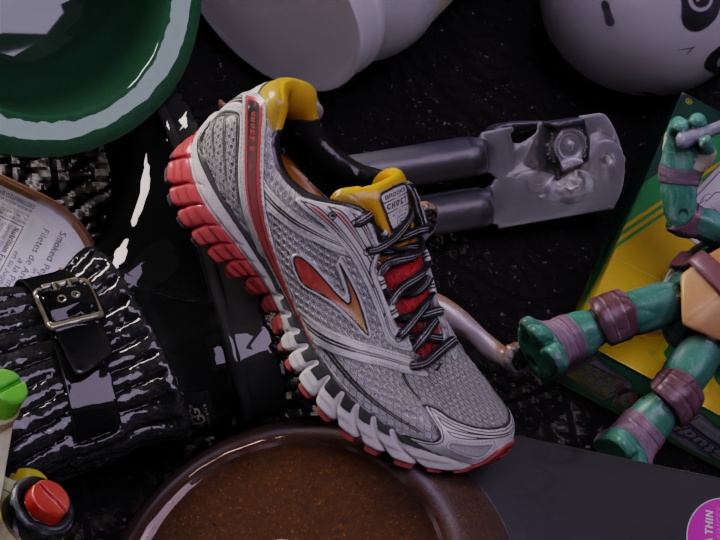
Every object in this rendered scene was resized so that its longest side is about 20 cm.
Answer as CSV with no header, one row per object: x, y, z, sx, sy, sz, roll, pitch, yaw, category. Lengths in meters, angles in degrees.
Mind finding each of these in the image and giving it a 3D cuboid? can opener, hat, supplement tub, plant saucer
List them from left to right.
-0.180,-0.136,1.061,0.164,0.176,0.202,1,79,-18,hat
-0.029,0.147,0.902,0.198,0.035,0.202,-7,59,11,plant saucer
0.008,-0.206,1.134,0.145,0.145,0.200,39,60,5,supplement tub
0.047,-0.047,1.127,0.198,0.067,0.054,-9,99,-14,can opener

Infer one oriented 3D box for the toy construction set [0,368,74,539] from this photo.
-0.186,0.109,0.827,0.130,0.092,0.201,25,53,-21,toy construction set

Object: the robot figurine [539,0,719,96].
0.174,-0.195,1.187,0.149,0.125,0.201,23,61,-8,robot figurine

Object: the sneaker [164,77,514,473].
-0.001,0.003,0.915,0.200,0.082,0.078,50,32,5,sneaker

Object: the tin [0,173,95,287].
-0.219,-0.007,1.027,0.199,0.042,0.113,25,63,-3,tin

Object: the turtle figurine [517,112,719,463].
0.183,0.010,1.037,0.199,0.101,0.150,-37,62,-11,turtle figurine

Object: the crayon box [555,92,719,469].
0.224,0.026,1.130,0.199,0.058,0.173,27,59,-1,crayon box

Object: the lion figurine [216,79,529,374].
0.000,0.000,1.043,0.122,0.201,0.072,20,56,46,lion figurine

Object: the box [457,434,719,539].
0.114,0.178,0.980,0.198,0.125,0.150,13,59,-9,box

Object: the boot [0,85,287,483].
-0.134,0.004,0.982,0.157,0.080,0.212,-16,50,-6,boot
